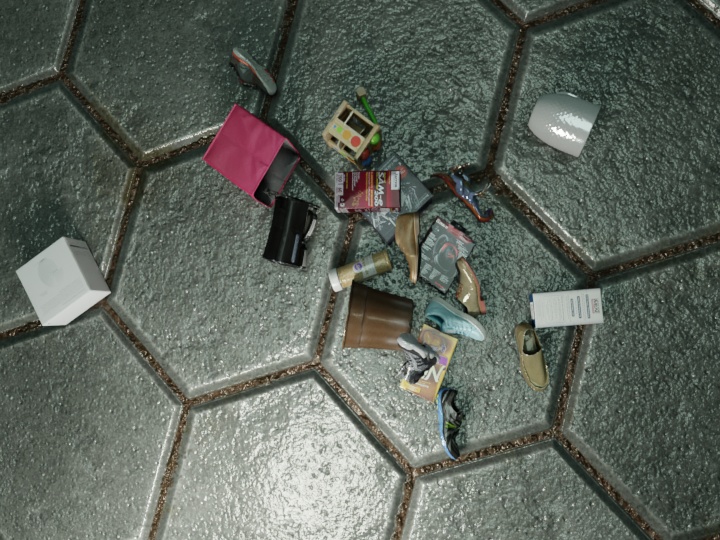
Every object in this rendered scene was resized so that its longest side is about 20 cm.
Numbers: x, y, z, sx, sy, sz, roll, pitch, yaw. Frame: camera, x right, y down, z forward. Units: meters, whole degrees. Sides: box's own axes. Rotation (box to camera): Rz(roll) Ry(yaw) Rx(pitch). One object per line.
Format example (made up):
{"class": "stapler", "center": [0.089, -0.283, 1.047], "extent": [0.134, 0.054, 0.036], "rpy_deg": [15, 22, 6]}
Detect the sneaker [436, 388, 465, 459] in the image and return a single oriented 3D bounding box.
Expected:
{"class": "sneaker", "center": [0.272, 0.454, 1.591], "extent": [0.079, 0.071, 0.208], "rpy_deg": [-8, 82, 12]}

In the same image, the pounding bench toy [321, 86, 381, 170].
{"class": "pounding bench toy", "center": [0.004, -0.442, 1.662], "extent": [0.154, 0.124, 0.203], "rpy_deg": [35, 90, 8]}

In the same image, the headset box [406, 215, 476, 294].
{"class": "headset box", "center": [0.250, -0.053, 1.628], "extent": [0.146, 0.075, 0.204], "rpy_deg": [32, 90, 8]}

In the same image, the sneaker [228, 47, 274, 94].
{"class": "sneaker", "center": [-0.355, -0.633, 1.759], "extent": [0.201, 0.077, 0.082], "rpy_deg": [48, 119, 9]}

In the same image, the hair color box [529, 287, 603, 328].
{"class": "hair color box", "center": [0.603, 0.111, 1.581], "extent": [0.192, 0.060, 0.104], "rpy_deg": [-5, 85, 7]}

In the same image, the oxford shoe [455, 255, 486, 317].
{"class": "oxford shoe", "center": [0.312, 0.056, 1.579], "extent": [0.073, 0.071, 0.205], "rpy_deg": [-21, 112, 4]}

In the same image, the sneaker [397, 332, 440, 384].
{"class": "sneaker", "center": [0.144, 0.255, 1.515], "extent": [0.115, 0.198, 0.075], "rpy_deg": [-52, 48, 5]}

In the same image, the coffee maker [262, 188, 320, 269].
{"class": "coffee maker", "center": [-0.233, -0.121, 1.646], "extent": [0.186, 0.134, 0.208], "rpy_deg": [14, 88, -18]}

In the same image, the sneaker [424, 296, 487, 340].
{"class": "sneaker", "center": [0.278, 0.165, 1.601], "extent": [0.196, 0.075, 0.083], "rpy_deg": [30, 62, 18]}

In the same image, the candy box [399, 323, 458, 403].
{"class": "candy box", "center": [0.206, 0.277, 1.620], "extent": [0.113, 0.056, 0.206], "rpy_deg": [22, 90, 7]}

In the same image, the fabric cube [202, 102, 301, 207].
{"class": "fabric cube", "center": [-0.330, -0.347, 1.660], "extent": [0.196, 0.196, 0.204], "rpy_deg": [33, 90, 8]}

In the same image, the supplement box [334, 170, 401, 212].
{"class": "supplement box", "center": [0.022, -0.230, 1.573], "extent": [0.192, 0.061, 0.114], "rpy_deg": [-1, 85, 7]}

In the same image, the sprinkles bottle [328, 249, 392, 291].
{"class": "sprinkles bottle", "center": [0.000, 0.000, 1.659], "extent": [0.194, 0.068, 0.071], "rpy_deg": [-21, 84, 4]}

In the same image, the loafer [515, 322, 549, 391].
{"class": "loafer", "center": [0.503, 0.256, 1.579], "extent": [0.073, 0.067, 0.207], "rpy_deg": [-18, 84, 5]}

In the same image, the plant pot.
{"class": "plant pot", "center": [0.052, 0.146, 1.587], "extent": [0.190, 0.200, 0.209], "rpy_deg": [10, 87, 0]}

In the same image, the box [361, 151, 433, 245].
{"class": "box", "center": [0.096, -0.218, 1.645], "extent": [0.200, 0.104, 0.183], "rpy_deg": [-43, 83, 3]}

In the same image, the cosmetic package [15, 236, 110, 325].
{"class": "cosmetic package", "center": [-0.960, 0.038, 1.745], "extent": [0.196, 0.123, 0.204], "rpy_deg": [-32, 82, 3]}

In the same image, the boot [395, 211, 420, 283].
{"class": "boot", "center": [0.140, -0.065, 1.567], "extent": [0.072, 0.074, 0.209], "rpy_deg": [-3, 89, 8]}

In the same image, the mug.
{"class": "mug", "center": [0.603, -0.458, 1.593], "extent": [0.171, 0.150, 0.203], "rpy_deg": [25, 59, 15]}

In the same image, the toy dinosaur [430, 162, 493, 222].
{"class": "toy dinosaur", "center": [0.335, -0.234, 1.651], "extent": [0.196, 0.103, 0.188], "rpy_deg": [-9, 98, 43]}
